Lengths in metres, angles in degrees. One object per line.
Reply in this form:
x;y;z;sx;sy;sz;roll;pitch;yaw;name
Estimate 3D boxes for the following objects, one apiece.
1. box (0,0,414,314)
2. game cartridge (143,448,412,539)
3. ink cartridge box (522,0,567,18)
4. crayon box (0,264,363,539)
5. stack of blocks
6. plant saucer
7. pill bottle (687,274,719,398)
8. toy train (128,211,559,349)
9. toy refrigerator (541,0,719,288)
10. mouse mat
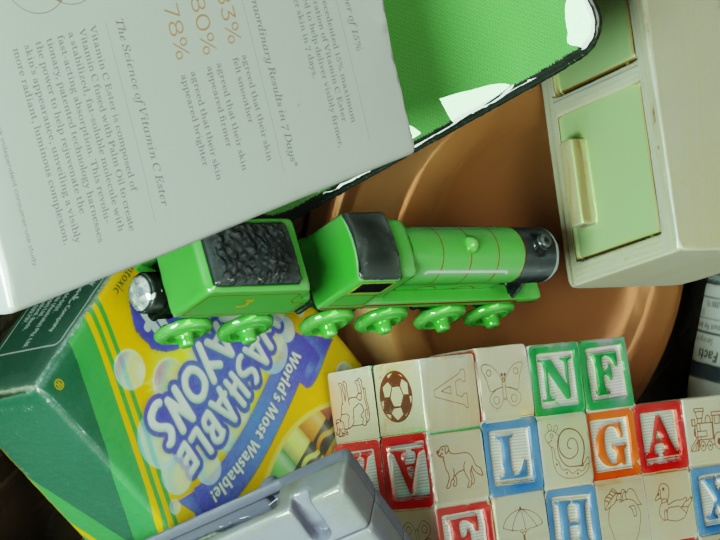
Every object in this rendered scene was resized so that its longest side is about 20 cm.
-0.090;-0.070;0.789;0.200;0.097;0.125;-24;103;-45;box
-0.057;0.155;0.871;0.199;0.038;0.130;-25;120;18;game cartridge
0.059;-0.221;0.920;0.160;0.047;0.201;31;83;4;ink cartridge box
-0.051;0.071;0.917;0.200;0.051;0.126;52;48;-27;crayon box
0.087;0.088;0.960;0.199;0.058;0.116;-3;84;-39;stack of blocks
0.068;-0.002;1.013;0.199;0.037;0.201;-4;98;-31;plant saucer
0.214;0.031;1.060;0.119;0.119;0.201;10;92;-32;pill bottle
0.000;0.000;0.895;0.199;0.056;0.042;-2;68;-42;toy train
0.117;-0.098;0.972;0.070;0.076;0.201;-2;80;-32;toy refrigerator
-0.020;-0.135;0.882;0.160;0.008;0.201;-28;98;11;mouse mat
